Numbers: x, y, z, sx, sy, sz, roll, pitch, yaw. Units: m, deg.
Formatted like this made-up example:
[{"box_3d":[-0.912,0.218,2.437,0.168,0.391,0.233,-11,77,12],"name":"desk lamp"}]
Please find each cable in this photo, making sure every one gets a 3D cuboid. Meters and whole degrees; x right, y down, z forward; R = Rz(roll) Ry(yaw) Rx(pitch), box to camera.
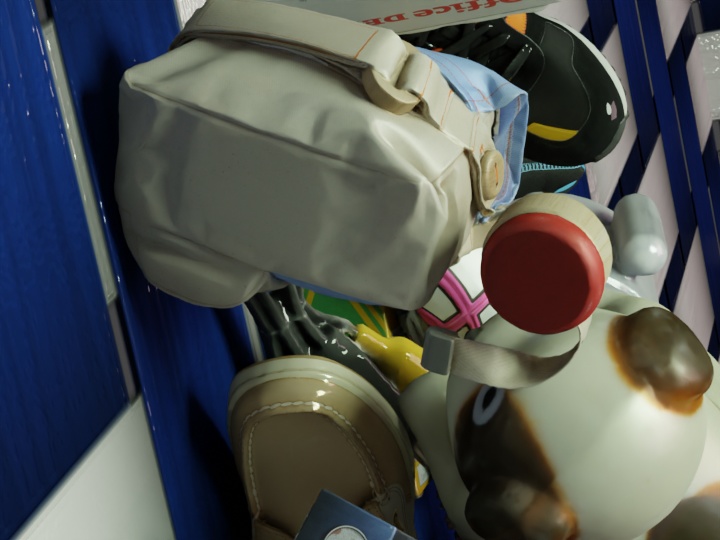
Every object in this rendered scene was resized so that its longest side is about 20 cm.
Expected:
[{"box_3d":[-0.030,0.029,1.137,0.200,0.097,0.050,52,-4,-26],"name":"cable"}]

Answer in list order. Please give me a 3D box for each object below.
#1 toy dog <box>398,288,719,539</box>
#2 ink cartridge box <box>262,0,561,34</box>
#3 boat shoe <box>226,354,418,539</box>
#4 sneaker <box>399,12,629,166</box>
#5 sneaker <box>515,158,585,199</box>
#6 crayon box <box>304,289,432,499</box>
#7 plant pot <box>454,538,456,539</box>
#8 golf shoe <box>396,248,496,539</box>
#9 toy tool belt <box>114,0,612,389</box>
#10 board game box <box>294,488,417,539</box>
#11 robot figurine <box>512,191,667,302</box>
[{"box_3d":[0.097,0.085,1.069,0.194,0.139,0.200,54,4,31],"name":"toy dog"},{"box_3d":[0.000,-0.176,1.168,0.200,0.143,0.084,45,39,-68],"name":"ink cartridge box"},{"box_3d":[-0.008,0.117,1.104,0.200,0.073,0.069,70,14,-45],"name":"boat shoe"},{"box_3d":[0.041,-0.119,1.313,0.200,0.070,0.090,43,20,20],"name":"sneaker"},{"box_3d":[0.091,-0.056,1.560,0.200,0.081,0.074,-41,125,-87],"name":"sneaker"},{"box_3d":[0.000,0.000,1.256,0.126,0.051,0.201,-32,113,-75],"name":"crayon box"},{"box_3d":[0.119,0.188,1.388,0.134,0.199,0.201,-122,-171,-52],"name":"plant pot"},{"box_3d":[0.066,0.025,1.214,0.073,0.092,0.201,-66,144,-64],"name":"golf shoe"},{"box_3d":[0.012,-0.042,1.016,0.123,0.199,0.126,-49,151,-59],"name":"toy tool belt"},{"box_3d":[-0.003,0.168,1.031,0.136,0.034,0.200,-62,158,-5],"name":"board game box"},{"box_3d":[0.103,0.034,1.399,0.113,0.170,0.200,29,23,-14],"name":"robot figurine"}]
